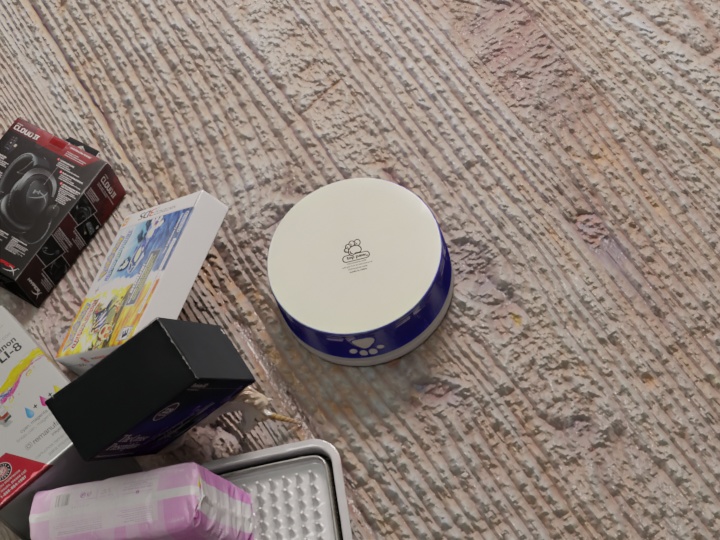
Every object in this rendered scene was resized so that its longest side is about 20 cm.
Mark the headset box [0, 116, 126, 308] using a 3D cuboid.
[{"bbox_3d":[-0.390,-0.079,1.861,0.149,0.077,0.200,26,69,24],"label":"headset box"}]

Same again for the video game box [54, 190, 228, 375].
[{"bbox_3d":[-0.244,0.016,1.735,0.182,0.047,0.200,-16,45,54],"label":"video game box"}]

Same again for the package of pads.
[{"bbox_3d":[-0.220,0.253,1.574,0.200,0.121,0.076,-13,60,21],"label":"package of pads"}]

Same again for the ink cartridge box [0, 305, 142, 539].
[{"bbox_3d":[-0.364,0.171,1.679,0.145,0.145,0.200,-41,60,-10],"label":"ink cartridge box"}]

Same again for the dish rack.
[{"bbox_3d":[-0.089,0.283,1.613,0.172,0.044,0.200,-13,60,7],"label":"dish rack"}]

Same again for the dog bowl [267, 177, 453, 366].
[{"bbox_3d":[0.000,0.000,1.727,0.200,0.079,0.200,-5,61,10],"label":"dog bowl"}]

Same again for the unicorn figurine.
[{"bbox_3d":[-0.185,0.137,1.692,0.137,0.074,0.200,-43,80,13],"label":"unicorn figurine"}]

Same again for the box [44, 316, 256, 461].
[{"bbox_3d":[-0.204,0.119,1.561,0.141,0.200,0.079,-39,79,7],"label":"box"}]
